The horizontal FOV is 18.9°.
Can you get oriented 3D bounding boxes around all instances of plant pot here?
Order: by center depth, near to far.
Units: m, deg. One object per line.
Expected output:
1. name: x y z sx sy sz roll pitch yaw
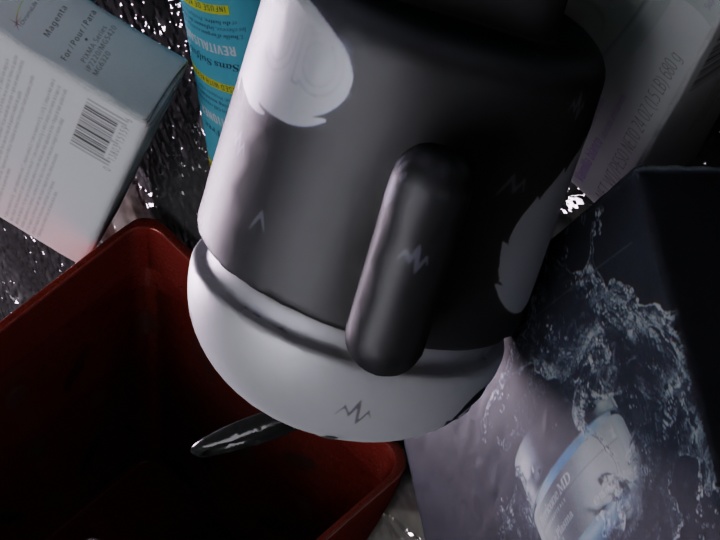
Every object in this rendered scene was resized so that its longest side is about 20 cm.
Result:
1. plant pot: -0.117 0.135 1.119 0.200 0.199 0.177 42 153 20

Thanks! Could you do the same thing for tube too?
1. tube: -0.049 -0.078 0.992 0.077 0.050 0.201 33 144 38

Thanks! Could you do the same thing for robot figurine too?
1. robot figurine: 0.014 -0.037 0.753 0.124 0.150 0.202 30 113 28

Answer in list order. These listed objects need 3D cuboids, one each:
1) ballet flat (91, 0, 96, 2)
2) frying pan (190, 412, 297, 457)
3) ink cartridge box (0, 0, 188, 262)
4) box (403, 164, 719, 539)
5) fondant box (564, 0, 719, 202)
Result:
1. ballet flat: -0.201 -0.192 1.052 0.064 0.075 0.201 -25 95 40
2. frying pan: 0.027 0.043 0.929 0.189 0.114 0.031 -27 62 39
3. ink cartridge box: -0.185 -0.092 1.054 0.173 0.044 0.200 32 156 -4
4. box: 0.118 0.093 0.793 0.197 0.116 0.202 -44 52 54
5. fondant box: 0.062 -0.139 0.797 0.200 0.058 0.145 45 143 18
